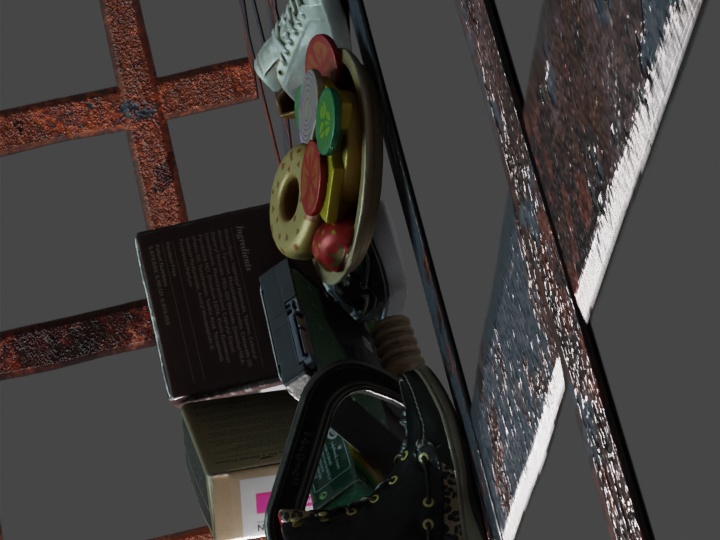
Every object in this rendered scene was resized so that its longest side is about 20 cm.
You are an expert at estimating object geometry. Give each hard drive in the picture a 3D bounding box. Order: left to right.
[{"bbox_3d":[-0.006,0.094,1.517,0.200,0.038,0.140,44,-161,-38],"label":"hard drive"}]

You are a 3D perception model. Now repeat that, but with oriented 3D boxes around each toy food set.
[{"bbox_3d":[-0.028,-0.088,1.465,0.200,0.048,0.199,-125,40,-65],"label":"toy food set"}]

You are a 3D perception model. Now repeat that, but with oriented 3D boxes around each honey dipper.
[{"bbox_3d":[0.054,0.130,1.491,0.038,0.038,0.201,85,167,-61],"label":"honey dipper"}]

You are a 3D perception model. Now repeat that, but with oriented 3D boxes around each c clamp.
[{"bbox_3d":[0.006,0.176,1.426,0.027,0.170,0.201,3,80,65],"label":"c clamp"}]

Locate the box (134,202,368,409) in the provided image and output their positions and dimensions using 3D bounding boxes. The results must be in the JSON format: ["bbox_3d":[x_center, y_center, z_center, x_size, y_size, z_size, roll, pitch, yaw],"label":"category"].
[{"bbox_3d":[-0.104,0.031,1.750,0.166,0.199,0.165,104,153,-83],"label":"box"}]

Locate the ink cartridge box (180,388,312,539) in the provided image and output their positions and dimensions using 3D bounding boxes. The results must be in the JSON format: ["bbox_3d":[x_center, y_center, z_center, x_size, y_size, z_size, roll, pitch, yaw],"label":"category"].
[{"bbox_3d":[-0.056,0.172,1.665,0.165,0.199,0.075,-125,31,-66],"label":"ink cartridge box"}]

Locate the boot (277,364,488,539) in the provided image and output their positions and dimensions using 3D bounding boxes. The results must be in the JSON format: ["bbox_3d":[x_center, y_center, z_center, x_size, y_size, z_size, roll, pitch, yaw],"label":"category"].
[{"bbox_3d":[0.012,0.177,1.365,0.073,0.150,0.201,88,169,-69],"label":"boot"}]

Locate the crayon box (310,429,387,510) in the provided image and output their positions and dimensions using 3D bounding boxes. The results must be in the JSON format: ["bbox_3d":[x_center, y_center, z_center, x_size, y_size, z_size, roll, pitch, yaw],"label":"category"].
[{"bbox_3d":[0.030,0.217,1.543,0.200,0.052,0.126,48,-170,-28],"label":"crayon box"}]

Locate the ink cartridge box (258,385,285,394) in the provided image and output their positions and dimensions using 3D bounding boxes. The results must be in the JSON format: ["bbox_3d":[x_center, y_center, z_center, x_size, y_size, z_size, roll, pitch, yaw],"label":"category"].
[{"bbox_3d":[-0.066,0.055,2.085,0.145,0.144,0.201,90,167,-69],"label":"ink cartridge box"}]

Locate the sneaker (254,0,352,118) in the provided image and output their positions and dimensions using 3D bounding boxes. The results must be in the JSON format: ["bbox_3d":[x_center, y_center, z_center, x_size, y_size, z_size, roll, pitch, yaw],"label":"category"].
[{"bbox_3d":[-0.052,-0.198,1.562,0.200,0.084,0.073,85,173,-52],"label":"sneaker"}]

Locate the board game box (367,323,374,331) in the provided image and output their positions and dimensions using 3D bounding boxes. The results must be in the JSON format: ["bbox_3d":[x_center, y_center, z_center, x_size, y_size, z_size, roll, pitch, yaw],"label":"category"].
[{"bbox_3d":[0.004,-0.002,1.769,0.135,0.029,0.200,-106,5,-48],"label":"board game box"}]

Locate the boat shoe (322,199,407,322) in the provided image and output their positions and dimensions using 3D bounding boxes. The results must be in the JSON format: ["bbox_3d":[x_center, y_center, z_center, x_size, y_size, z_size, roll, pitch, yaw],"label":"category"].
[{"bbox_3d":[0.000,0.000,1.552,0.200,0.068,0.072,92,165,-72],"label":"boat shoe"}]

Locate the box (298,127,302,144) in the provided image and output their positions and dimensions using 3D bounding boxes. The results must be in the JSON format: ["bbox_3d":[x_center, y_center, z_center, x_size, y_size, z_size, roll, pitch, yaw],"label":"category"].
[{"bbox_3d":[-0.031,-0.082,1.927,0.200,0.039,0.137,82,173,-53],"label":"box"}]
